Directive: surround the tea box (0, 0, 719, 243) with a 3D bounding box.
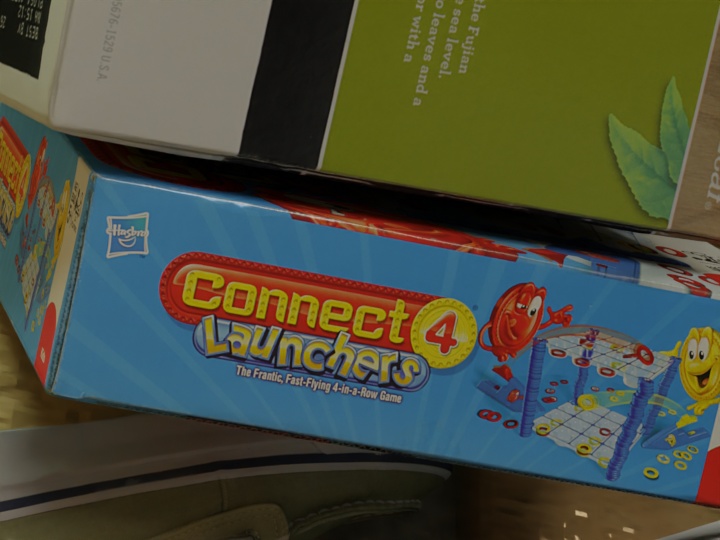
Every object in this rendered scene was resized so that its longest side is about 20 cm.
[{"bbox_3d":[-0.013,-0.101,0.784,0.196,0.135,0.200,9,8,-26],"label":"tea box"}]

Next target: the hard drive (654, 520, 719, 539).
[{"bbox_3d":[0.097,0.084,0.793,0.199,0.132,0.027,-13,85,-33],"label":"hard drive"}]

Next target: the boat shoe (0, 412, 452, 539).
[{"bbox_3d":[-0.059,0.072,0.785,0.199,0.072,0.063,-7,81,-31],"label":"boat shoe"}]

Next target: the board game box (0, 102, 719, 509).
[{"bbox_3d":[0.000,0.000,0.801,0.194,0.056,0.200,11,9,-16],"label":"board game box"}]
